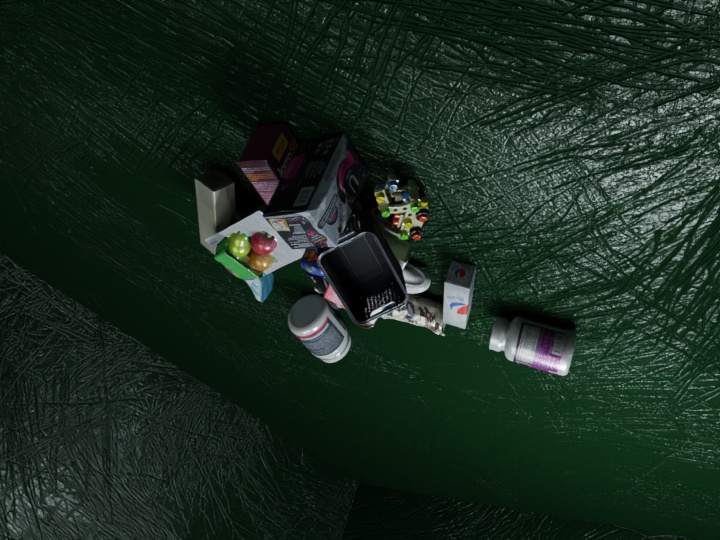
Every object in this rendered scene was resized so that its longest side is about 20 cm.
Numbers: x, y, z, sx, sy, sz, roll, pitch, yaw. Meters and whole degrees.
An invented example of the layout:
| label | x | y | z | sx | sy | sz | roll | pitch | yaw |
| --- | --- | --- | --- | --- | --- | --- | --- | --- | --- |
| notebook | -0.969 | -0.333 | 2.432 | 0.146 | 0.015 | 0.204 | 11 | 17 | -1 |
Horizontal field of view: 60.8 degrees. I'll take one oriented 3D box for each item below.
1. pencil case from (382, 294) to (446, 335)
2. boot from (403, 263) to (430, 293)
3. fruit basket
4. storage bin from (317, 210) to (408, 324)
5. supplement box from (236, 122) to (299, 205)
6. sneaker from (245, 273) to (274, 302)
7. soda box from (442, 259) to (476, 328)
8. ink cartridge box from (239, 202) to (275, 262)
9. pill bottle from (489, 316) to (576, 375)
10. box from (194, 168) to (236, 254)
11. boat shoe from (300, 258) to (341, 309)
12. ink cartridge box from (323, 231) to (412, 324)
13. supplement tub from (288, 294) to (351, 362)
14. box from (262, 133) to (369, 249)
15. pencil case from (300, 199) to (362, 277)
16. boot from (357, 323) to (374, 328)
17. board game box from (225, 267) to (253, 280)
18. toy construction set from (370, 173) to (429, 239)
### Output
| label | x | y | z | sx | sy | sz | roll | pitch | yaw |
| --- | --- | --- | --- | --- | --- | --- | --- | --- | --- |
| pencil case | 0.141 | 0.109 | 1.639 | 0.195 | 0.092 | 0.078 | 16 | -179 | 12 |
| boot | 0.075 | -0.005 | 1.501 | 0.195 | 0.075 | 0.096 | 17 | 167 | 15 |
| fruit basket | -0.252 | -0.063 | 1.501 | 0.197 | 0.096 | 0.184 | -27 | 134 | 28 |
| storage bin | 0.004 | -0.005 | 1.292 | 0.133 | 0.095 | 0.202 | -25 | 121 | 11 |
| supplement box | -0.166 | -0.204 | 1.327 | 0.084 | 0.112 | 0.201 | 4 | 146 | 31 |
| sneaker | -0.319 | 0.017 | 1.863 | 0.079 | 0.077 | 0.203 | 20 | 145 | 20 |
| soda box | 0.241 | 0.062 | 1.508 | 0.062 | 0.069 | 0.202 | 15 | 149 | 15 |
| ink cartridge box | -0.231 | -0.091 | 1.595 | 0.145 | 0.084 | 0.198 | 38 | 149 | -22 |
| pill bottle | 0.423 | 0.180 | 1.518 | 0.195 | 0.114 | 0.113 | 14 | 151 | 18 |
| box | -0.360 | -0.142 | 1.539 | 0.081 | 0.068 | 0.203 | 34 | 138 | 27 |
| boat shoe | -0.096 | 0.020 | 1.555 | 0.060 | 0.203 | 0.075 | -39 | 148 | 24 |
| ink cartridge box | 0.016 | 0.003 | 1.432 | 0.143 | 0.085 | 0.203 | 27 | 123 | 1 |
| supplement tub | -0.124 | 0.183 | 1.911 | 0.137 | 0.143 | 0.201 | 3 | 145 | 33 |
| box | -0.085 | -0.157 | 1.249 | 0.130 | 0.204 | 0.115 | -1 | 145 | 38 |
| pencil case | -0.064 | -0.078 | 1.374 | 0.077 | 0.204 | 0.086 | 13 | 165 | 46 |
| boot | -0.053 | 0.057 | 1.648 | 0.186 | 0.064 | 0.200 | 41 | 175 | 45 |
| board game box | -0.370 | -0.048 | 1.745 | 0.155 | 0.039 | 0.204 | 2 | 122 | 38 |
| toy construction set | 0.075 | -0.122 | 1.301 | 0.127 | 0.095 | 0.200 | 1 | 162 | -10 |
